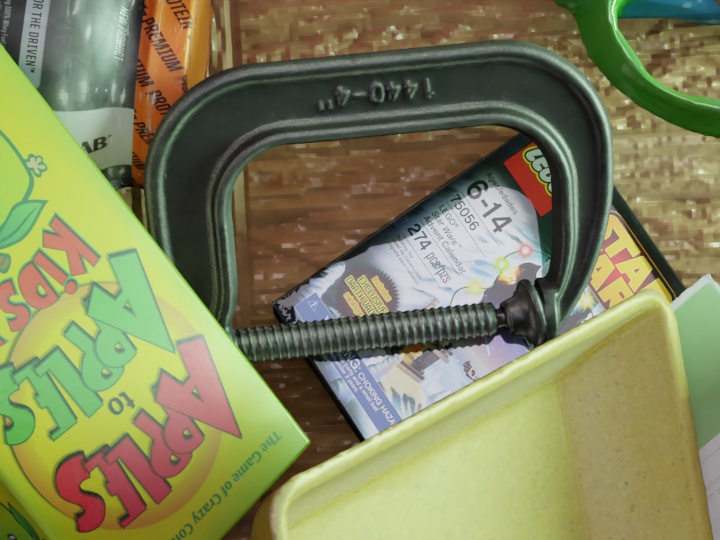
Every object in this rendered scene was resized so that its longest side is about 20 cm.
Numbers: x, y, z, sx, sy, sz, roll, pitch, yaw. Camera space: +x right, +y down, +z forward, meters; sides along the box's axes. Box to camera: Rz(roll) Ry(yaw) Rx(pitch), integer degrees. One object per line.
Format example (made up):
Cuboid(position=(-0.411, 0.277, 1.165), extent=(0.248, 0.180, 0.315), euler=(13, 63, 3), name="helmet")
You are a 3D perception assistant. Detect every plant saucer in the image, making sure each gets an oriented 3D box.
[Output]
Cuboid(position=(0.041, 0.128, 0.868), extent=(0.199, 0.048, 0.202), euler=(-25, 109, -44), name="plant saucer")

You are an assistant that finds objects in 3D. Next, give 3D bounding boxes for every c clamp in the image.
Cuboid(position=(0.000, 0.000, 0.984), extent=(0.198, 0.027, 0.172), euler=(-11, 108, -3), name="c clamp")

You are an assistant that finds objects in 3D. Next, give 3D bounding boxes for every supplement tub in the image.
Cuboid(position=(-0.158, -0.088, 1.003), extent=(0.198, 0.123, 0.124), euler=(7, 84, 2), name="supplement tub")

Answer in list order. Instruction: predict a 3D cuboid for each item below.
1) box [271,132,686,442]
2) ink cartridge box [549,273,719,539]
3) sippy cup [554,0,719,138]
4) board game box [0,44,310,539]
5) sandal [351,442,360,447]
Cuboid(position=(0.076, 0.058, 1.027), extent=(0.137, 0.040, 0.201), euler=(-35, 85, -5), name="box")
Cuboid(position=(0.123, 0.117, 0.969), extent=(0.145, 0.048, 0.200), euler=(-40, 105, -3), name="ink cartridge box")
Cuboid(position=(0.153, -0.147, 1.012), extent=(0.129, 0.140, 0.179), euler=(16, 109, -8), name="sippy cup")
Cuboid(position=(-0.117, 0.018, 0.917), extent=(0.102, 0.048, 0.200), euler=(-45, 105, -31), name="board game box")
Cuboid(position=(-0.029, 0.128, 0.925), extent=(0.049, 0.203, 0.083), euler=(14, 116, 7), name="sandal")
